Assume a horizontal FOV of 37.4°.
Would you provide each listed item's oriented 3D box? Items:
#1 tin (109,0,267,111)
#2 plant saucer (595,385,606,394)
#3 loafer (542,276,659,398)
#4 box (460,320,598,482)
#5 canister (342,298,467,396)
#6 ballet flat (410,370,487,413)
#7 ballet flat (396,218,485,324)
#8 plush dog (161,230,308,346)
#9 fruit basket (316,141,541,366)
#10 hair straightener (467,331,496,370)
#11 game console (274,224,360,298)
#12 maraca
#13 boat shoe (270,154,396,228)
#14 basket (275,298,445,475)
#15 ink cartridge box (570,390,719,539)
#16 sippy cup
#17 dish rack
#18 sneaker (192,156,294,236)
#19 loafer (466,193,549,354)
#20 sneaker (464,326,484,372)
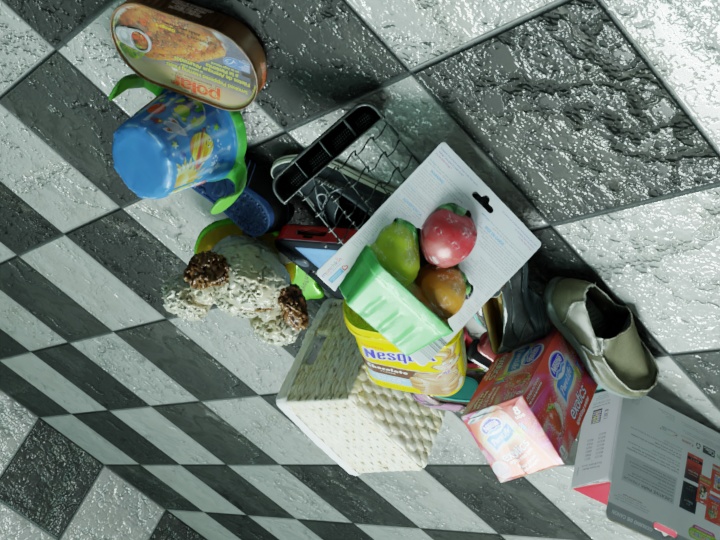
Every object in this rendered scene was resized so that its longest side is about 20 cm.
[{"bbox_3d":[-0.197,-0.253,1.228,0.197,0.042,0.113,22,137,14],"label":"tin"},{"bbox_3d":[0.263,0.124,1.435,0.197,0.036,0.201,23,152,13],"label":"plant saucer"},{"bbox_3d":[0.301,0.084,1.289,0.200,0.076,0.069,42,154,-22],"label":"loafer"},{"bbox_3d":[0.211,0.150,1.291,0.095,0.200,0.101,-26,103,35],"label":"box"},{"bbox_3d":[0.064,0.084,1.353,0.146,0.088,0.201,8,155,13],"label":"canister"},{"bbox_3d":[0.159,0.176,1.494,0.197,0.070,0.071,13,160,-21],"label":"ballet flat"},{"bbox_3d":[0.123,-0.018,1.308,0.072,0.074,0.200,-7,132,49],"label":"ballet flat"},{"bbox_3d":[-0.145,0.009,1.381,0.197,0.163,0.172,18,-178,-17],"label":"plush dog"},{"bbox_3d":[0.077,-0.016,1.185,0.185,0.201,0.094,40,-176,-28],"label":"fruit basket"},{"bbox_3d":[0.228,0.153,1.446,0.198,0.041,0.077,30,153,-10],"label":"hair straightener"},{"bbox_3d":[0.000,0.000,1.374,0.197,0.031,0.177,6,152,37],"label":"game console"},{"bbox_3d":[-0.141,-0.009,1.525,0.196,0.108,0.139,16,130,-4],"label":"maraca"},{"bbox_3d":[-0.029,-0.089,1.331,0.197,0.063,0.075,23,153,14],"label":"boat shoe"},{"bbox_3d":[0.016,0.167,1.570,0.159,0.200,0.200,-11,132,45],"label":"basket"},{"bbox_3d":[0.379,0.273,1.384,0.198,0.178,0.084,27,153,-19],"label":"ink cartridge box"},{"bbox_3d":[-0.227,-0.153,1.290,0.175,0.130,0.142,18,125,25],"label":"sippy cup"},{"bbox_3d":[0.016,-0.077,1.215,0.153,0.055,0.201,-37,102,18],"label":"dish rack"},{"bbox_3d":[-0.170,-0.123,1.403,0.200,0.078,0.070,47,119,12],"label":"sneaker"},{"bbox_3d":[0.159,0.008,1.256,0.202,0.072,0.073,65,162,-18],"label":"loafer"},{"bbox_3d":[0.106,0.085,1.491,0.199,0.079,0.090,36,144,-25],"label":"sneaker"}]
